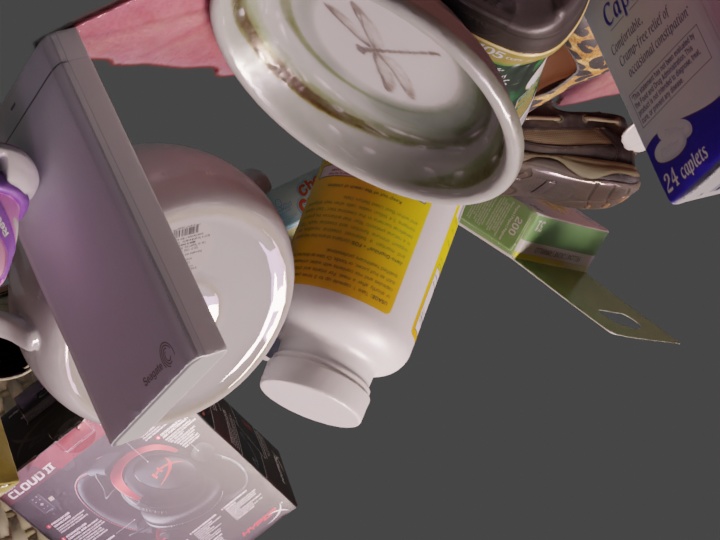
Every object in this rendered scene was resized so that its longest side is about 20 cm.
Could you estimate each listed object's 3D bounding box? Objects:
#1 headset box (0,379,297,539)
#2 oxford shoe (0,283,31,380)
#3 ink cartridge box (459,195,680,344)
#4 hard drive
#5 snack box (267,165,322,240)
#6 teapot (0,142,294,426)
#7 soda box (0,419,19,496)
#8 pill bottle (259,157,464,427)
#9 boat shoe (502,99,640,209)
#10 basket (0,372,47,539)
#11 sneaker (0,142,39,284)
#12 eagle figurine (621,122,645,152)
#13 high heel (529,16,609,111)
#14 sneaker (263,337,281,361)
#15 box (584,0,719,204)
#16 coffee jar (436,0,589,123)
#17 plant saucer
[{"bbox_3d":[-0.166,0.138,1.475,0.148,0.075,0.200,-38,124,9],"label":"headset box"},{"bbox_3d":[-0.215,0.042,1.373,0.199,0.074,0.071,-14,124,-26],"label":"oxford shoe"},{"bbox_3d":[0.153,-0.019,1.564,0.145,0.200,0.048,9,113,-61],"label":"ink cartridge box"},{"bbox_3d":[-0.149,-0.016,1.144,0.027,0.201,0.132,-17,164,-35],"label":"hard drive"},{"bbox_3d":[-0.014,-0.034,1.567,0.116,0.037,0.200,-25,164,11],"label":"snack box"},{"bbox_3d":[-0.152,-0.006,1.305,0.198,0.146,0.200,-48,138,2],"label":"teapot"},{"bbox_3d":[-0.269,0.049,1.199,0.064,0.201,0.068,-5,158,-43],"label":"soda box"},{"bbox_3d":[0.000,0.000,1.380,0.104,0.201,0.104,19,161,7],"label":"pill bottle"},{"bbox_3d":[0.111,-0.096,1.480,0.199,0.074,0.074,10,159,-25],"label":"boat shoe"},{"bbox_3d":[-0.212,0.163,1.669,0.197,0.201,0.161,-21,159,-5],"label":"basket"},{"bbox_3d":[-0.270,-0.029,1.099,0.199,0.089,0.080,7,156,-25],"label":"sneaker"},{"bbox_3d":[0.250,-0.133,1.353,0.152,0.200,0.151,-46,133,-3],"label":"eagle figurine"},{"bbox_3d":[0.096,-0.133,1.324,0.142,0.072,0.200,-29,173,2],"label":"high heel"},{"bbox_3d":[-0.082,0.033,1.496,0.129,0.080,0.199,22,159,-8],"label":"sneaker"},{"bbox_3d":[0.236,-0.163,1.183,0.183,0.201,0.105,-14,161,-26],"label":"box"},{"bbox_3d":[0.069,-0.143,1.197,0.086,0.104,0.200,-60,177,-23],"label":"coffee jar"},{"bbox_3d":[0.011,-0.118,1.145,0.050,0.199,0.200,-58,178,-23],"label":"plant saucer"}]
